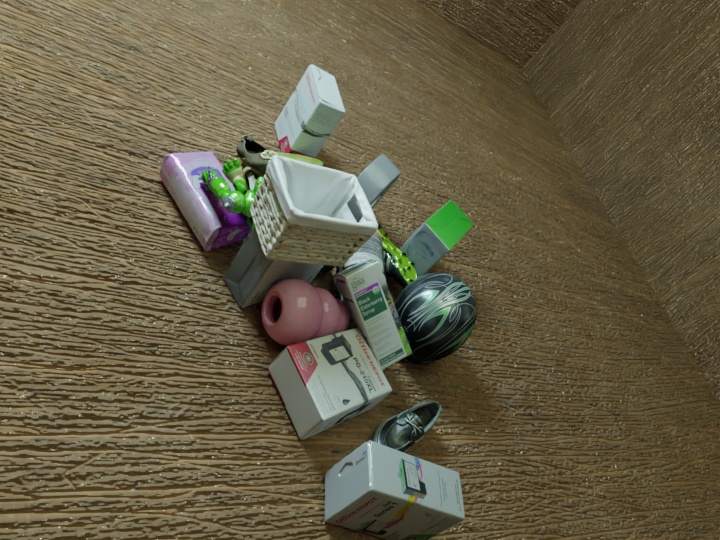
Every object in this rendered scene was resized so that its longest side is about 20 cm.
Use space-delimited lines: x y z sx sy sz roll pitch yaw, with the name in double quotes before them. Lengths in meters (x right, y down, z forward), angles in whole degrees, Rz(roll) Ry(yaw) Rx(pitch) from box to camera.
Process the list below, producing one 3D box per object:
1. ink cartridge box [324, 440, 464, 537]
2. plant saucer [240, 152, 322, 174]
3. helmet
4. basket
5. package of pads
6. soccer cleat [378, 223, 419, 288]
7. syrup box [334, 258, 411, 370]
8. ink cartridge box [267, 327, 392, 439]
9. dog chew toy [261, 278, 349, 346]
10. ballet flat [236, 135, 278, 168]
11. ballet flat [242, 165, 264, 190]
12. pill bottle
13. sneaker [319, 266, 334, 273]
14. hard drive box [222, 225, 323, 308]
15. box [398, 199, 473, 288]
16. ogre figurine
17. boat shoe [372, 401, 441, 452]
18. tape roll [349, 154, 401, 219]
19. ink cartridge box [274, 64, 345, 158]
"ink cartridge box" 0.054 0.379 0.961 0.196 0.145 0.086 26 39 -24
"plant saucer" -0.185 -0.245 1.339 0.192 0.032 0.201 7 20 -2
"helmet" 0.167 0.103 1.297 0.196 0.191 0.204 25 40 -23
"basket" -0.088 -0.099 1.030 0.196 0.124 0.138 6 49 -41
"package of pads" -0.309 -0.147 1.157 0.119 0.076 0.203 -20 70 -48
"soccer cleat" 0.070 -0.021 1.409 0.202 0.081 0.067 52 39 12
"syrup box" 0.025 0.087 1.157 0.077 0.081 0.206 -24 101 -16
"ink cartridge box" -0.053 0.204 1.071 0.197 0.084 0.147 -8 62 -49
"dog chew toy" -0.097 0.087 1.119 0.197 0.124 0.127 14 45 -48
"ballet flat" -0.223 -0.257 1.239 0.065 0.048 0.199 -4 22 -27
"ballet flat" -0.202 -0.127 1.219 0.204 0.067 0.063 62 -6 -4
"pill bottle" 0.000 0.000 1.294 0.114 0.116 0.204 24 42 -26
"sneaker" -0.097 -0.096 1.244 0.074 0.105 0.204 -35 101 -30
"hard drive box" -0.151 -0.023 1.132 0.197 0.156 0.078 -18 65 -52
"box" 0.177 -0.068 1.484 0.097 0.177 0.199 45 36 4
"ogre figurine" -0.203 -0.144 1.118 0.197 0.098 0.121 28 23 -39
"boat shoe" 0.093 0.306 1.133 0.073 0.071 0.198 51 37 10
"tape roll" 0.012 -0.189 1.413 0.066 0.201 0.200 42 36 0
"ink cartridge box" -0.132 -0.389 1.459 0.081 0.200 0.149 12 47 -35
